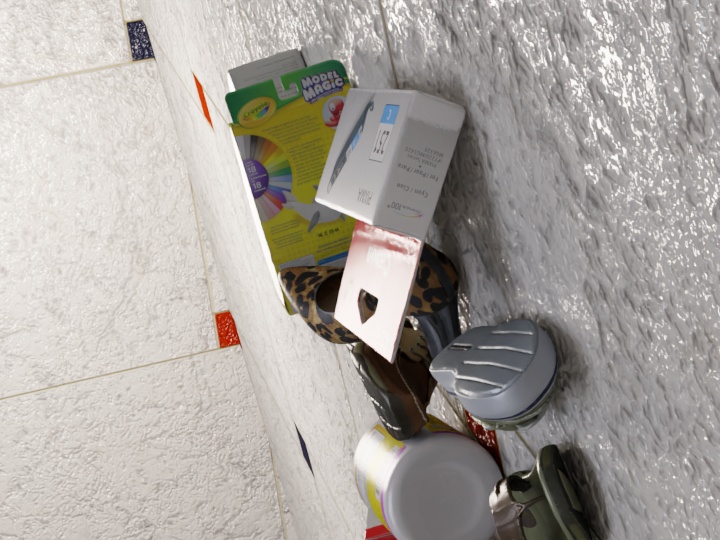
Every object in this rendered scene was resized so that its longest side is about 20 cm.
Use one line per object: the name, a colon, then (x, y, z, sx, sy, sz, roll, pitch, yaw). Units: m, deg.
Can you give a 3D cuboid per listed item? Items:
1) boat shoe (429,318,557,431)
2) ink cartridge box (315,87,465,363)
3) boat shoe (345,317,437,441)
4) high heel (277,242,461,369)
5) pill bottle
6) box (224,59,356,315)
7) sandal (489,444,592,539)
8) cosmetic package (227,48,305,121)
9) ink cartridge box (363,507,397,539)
boat shoe: (0.100, 0.076, 0.991, 0.062, 0.072, 0.200, 47, 176, -6)
ink cartridge box: (0.007, -0.040, 1.062, 0.200, 0.044, 0.179, -152, 78, -76)
boat shoe: (0.034, 0.080, 1.274, 0.076, 0.073, 0.200, 64, 179, -18)
high heel: (0.000, 0.000, 1.190, 0.198, 0.072, 0.144, 23, 146, 31)
pill bottle: (0.052, 0.180, 1.286, 0.200, 0.103, 0.106, -162, 53, -78)
box: (-0.042, -0.075, 1.296, 0.048, 0.116, 0.203, -139, 33, -75)
sandal: (0.120, 0.177, 1.043, 0.201, 0.057, 0.081, 107, 143, -73)
cosmetic package: (-0.066, -0.105, 1.480, 0.113, 0.080, 0.202, 101, 148, -71)
ink cartridge box: (0.050, 0.272, 1.406, 0.200, 0.066, 0.118, -77, -27, -73)
